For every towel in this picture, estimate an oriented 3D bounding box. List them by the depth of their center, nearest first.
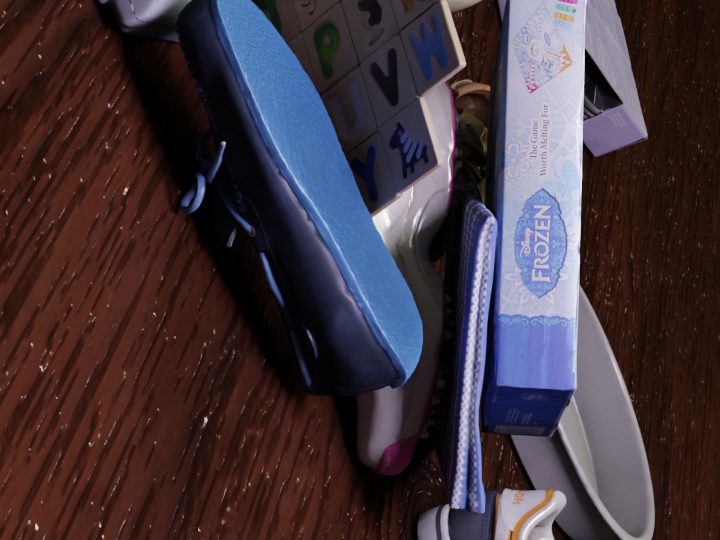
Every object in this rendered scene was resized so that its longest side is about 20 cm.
[{"bbox_3d":[0.055,0.034,1.406,0.200,0.024,0.145,-99,-167,-83],"label":"towel"}]

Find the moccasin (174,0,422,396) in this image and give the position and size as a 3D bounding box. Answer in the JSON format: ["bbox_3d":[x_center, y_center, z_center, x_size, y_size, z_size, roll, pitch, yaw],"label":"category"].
[{"bbox_3d":[-0.042,-0.028,1.279,0.201,0.068,0.080,66,25,-9],"label":"moccasin"}]

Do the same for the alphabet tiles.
[{"bbox_3d":[-0.018,-0.120,1.330,0.006,0.166,0.201,-3,69,-38],"label":"alphabet tiles"}]

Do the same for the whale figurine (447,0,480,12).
[{"bbox_3d":[0.005,-0.224,1.462,0.200,0.159,0.104,51,-18,-13],"label":"whale figurine"}]

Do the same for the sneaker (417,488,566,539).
[{"bbox_3d":[0.093,0.205,1.402,0.078,0.079,0.201,9,63,-72],"label":"sneaker"}]

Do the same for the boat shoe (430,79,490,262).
[{"bbox_3d":[0.043,-0.060,1.570,0.076,0.072,0.200,62,18,-21],"label":"boat shoe"}]

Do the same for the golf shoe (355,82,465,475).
[{"bbox_3d":[0.000,0.000,1.388,0.075,0.091,0.201,134,-40,-73],"label":"golf shoe"}]

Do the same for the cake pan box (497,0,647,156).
[{"bbox_3d":[0.149,-0.207,2.120,0.184,0.052,0.201,43,30,-52],"label":"cake pan box"}]

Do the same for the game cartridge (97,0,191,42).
[{"bbox_3d":[-0.112,-0.206,1.324,0.133,0.040,0.201,0,70,-76],"label":"game cartridge"}]

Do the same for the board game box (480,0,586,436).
[{"bbox_3d":[0.086,-0.025,1.437,0.200,0.043,0.200,89,4,-80],"label":"board game box"}]

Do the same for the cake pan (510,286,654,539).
[{"bbox_3d":[0.124,0.079,1.719,0.200,0.037,0.201,57,20,-34],"label":"cake pan"}]
